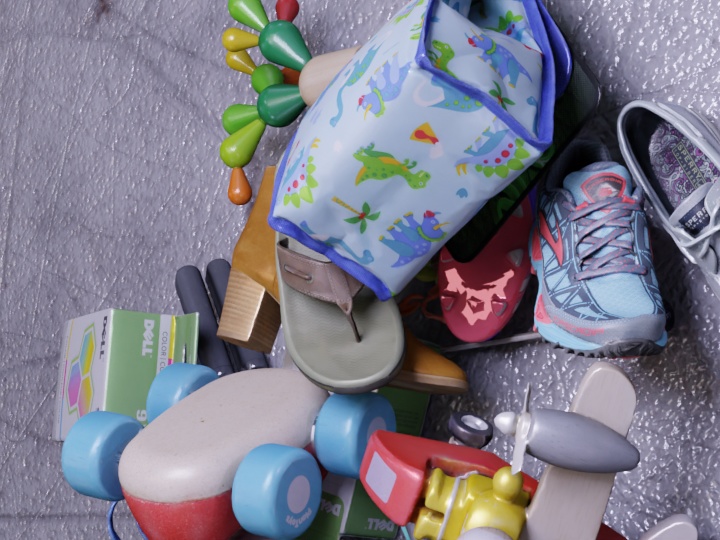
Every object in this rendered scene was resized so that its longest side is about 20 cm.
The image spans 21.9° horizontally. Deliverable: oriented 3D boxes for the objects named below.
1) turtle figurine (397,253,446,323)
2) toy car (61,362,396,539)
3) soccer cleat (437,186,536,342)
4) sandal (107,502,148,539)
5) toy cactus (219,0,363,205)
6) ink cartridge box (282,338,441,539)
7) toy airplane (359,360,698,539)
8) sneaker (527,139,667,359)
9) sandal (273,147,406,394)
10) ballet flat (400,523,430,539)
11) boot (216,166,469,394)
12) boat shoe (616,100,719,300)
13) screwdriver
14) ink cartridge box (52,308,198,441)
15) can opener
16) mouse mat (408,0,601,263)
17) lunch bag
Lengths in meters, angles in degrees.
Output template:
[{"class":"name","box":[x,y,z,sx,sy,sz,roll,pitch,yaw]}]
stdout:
[{"class":"turtle figurine","box":[0.031,-0.030,1.361,0.200,0.064,0.161,12,86,30]},{"class":"toy car","box":[-0.082,0.185,1.303,0.184,0.177,0.200,7,114,33]},{"class":"soccer cleat","box":[0.097,-0.048,1.296,0.067,0.076,0.200,4,86,19]},{"class":"sandal","box":[-0.130,0.219,1.450,0.200,0.087,0.080,22,94,45]},{"class":"toy cactus","box":[-0.041,-0.129,1.435,0.165,0.102,0.200,-19,74,45]},{"class":"ink cartridge box","box":[-0.017,0.138,1.371,0.104,0.059,0.200,13,90,46]},{"class":"toy airplane","box":[0.105,0.173,1.143,0.199,0.141,0.200,-20,91,28]},{"class":"sneaker","box":[0.143,-0.019,1.167,0.200,0.079,0.096,-104,13,-60]},{"class":"sandal","box":[-0.025,-0.008,1.244,0.080,0.057,0.201,-17,63,4]},{"class":"ballet flat","box":[0.074,0.199,1.260,0.073,0.073,0.200,-35,57,35]},{"class":"boot","box":[0.000,0.000,1.297,0.201,0.071,0.144,14,80,24]},{"class":"boat shoe","box":[0.218,-0.031,1.159,0.070,0.071,0.201,-49,49,26]},{"class":"screwdriver","box":[0.126,0.046,1.266,0.200,0.028,0.029,-15,41,40]},{"class":"ink cartridge box","box":[-0.192,0.088,1.508,0.200,0.059,0.104,168,108,-66]},{"class":"can opener","box":[-0.098,0.066,1.466,0.067,0.053,0.200,99,153,-53]},{"class":"mouse mat","box":[0.074,-0.124,1.268,0.161,0.008,0.200,-52,48,27]},{"class":"lunch bag","box":[0.041,-0.107,1.206,0.170,0.127,0.200,-44,22,32]}]
